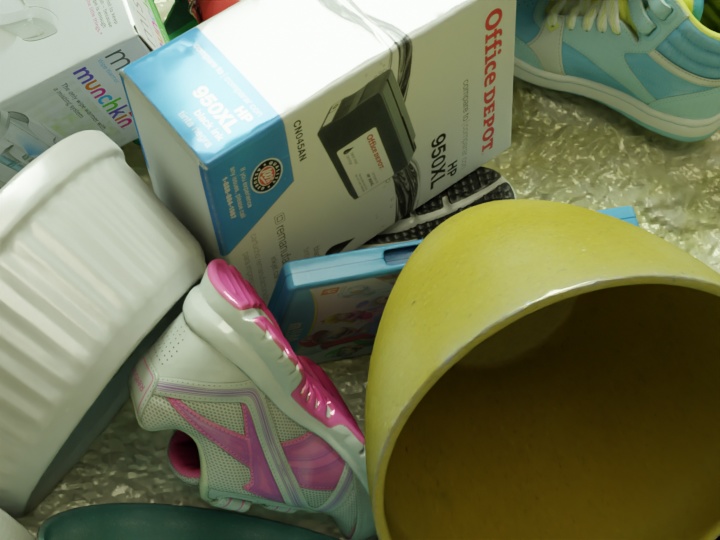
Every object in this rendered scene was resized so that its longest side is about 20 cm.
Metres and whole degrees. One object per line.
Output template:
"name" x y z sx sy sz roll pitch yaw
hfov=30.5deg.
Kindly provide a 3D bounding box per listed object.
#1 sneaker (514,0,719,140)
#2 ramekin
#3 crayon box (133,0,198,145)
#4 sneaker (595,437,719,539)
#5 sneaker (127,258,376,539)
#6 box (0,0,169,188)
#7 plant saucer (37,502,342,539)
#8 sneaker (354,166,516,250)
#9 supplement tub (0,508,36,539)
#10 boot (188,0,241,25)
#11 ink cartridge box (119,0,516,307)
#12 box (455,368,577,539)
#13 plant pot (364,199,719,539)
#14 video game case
"sneaker" 0.171 -0.178 0.888 0.199 0.131 0.080 22 58 6
"ramekin" -0.162 0.036 0.680 0.094 0.202 0.203 37 60 0
"crayon box" -0.037 -0.112 0.863 0.199 0.058 0.119 19 58 1
"sneaker" 0.211 0.127 0.743 0.199 0.074 0.083 6 70 -24
"sneaker" -0.053 0.085 0.689 0.088 0.200 0.081 -36 37 0
"box" -0.220 -0.159 0.798 0.176 0.097 0.201 -26 64 4
"plant saucer" -0.061 0.159 0.645 0.198 0.200 0.036 11 92 -4
"sneaker" 0.000 0.000 0.800 0.198 0.080 0.074 -10 52 5
"supplement tub" -0.245 0.195 0.602 0.131 0.132 0.201 23 60 4
"boot" -0.104 -0.181 0.793 0.144 0.072 0.201 26 49 -17
"ink cartridge box" -0.014 -0.086 0.718 0.199 0.145 0.084 -34 60 -17
"box" 0.098 0.097 0.751 0.049 0.082 0.200 35 60 12
"plant pot" 0.084 0.045 0.638 0.198 0.201 0.142 -6 36 -14
"video game case" 0.043 0.013 0.754 0.199 0.143 0.018 -9 71 -15
